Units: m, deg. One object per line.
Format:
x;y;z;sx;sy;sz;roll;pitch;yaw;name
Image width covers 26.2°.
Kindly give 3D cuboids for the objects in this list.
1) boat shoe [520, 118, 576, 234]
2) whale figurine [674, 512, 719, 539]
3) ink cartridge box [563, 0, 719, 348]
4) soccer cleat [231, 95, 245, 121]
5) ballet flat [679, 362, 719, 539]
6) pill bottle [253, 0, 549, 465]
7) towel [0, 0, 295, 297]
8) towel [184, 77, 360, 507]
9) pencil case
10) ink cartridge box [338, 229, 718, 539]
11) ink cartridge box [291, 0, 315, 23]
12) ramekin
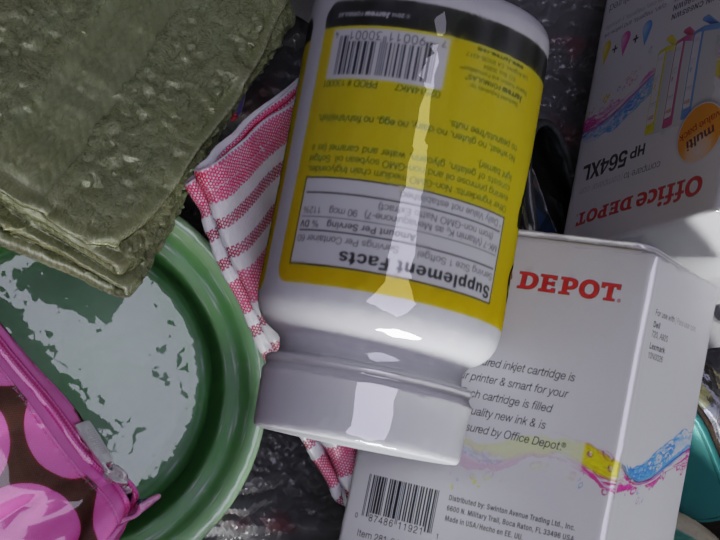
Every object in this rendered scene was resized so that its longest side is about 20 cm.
0.110;0.014;0.839;0.068;0.056;0.201;-22;91;-41;boat shoe
0.150;0.224;0.816;0.158;0.104;0.201;-13;109;22;whale figurine
0.199;-0.066;0.800;0.125;0.128;0.202;21;71;-24;ink cartridge box
-0.154;-0.112;0.801;0.198;0.068;0.074;-4;85;-14;soccer cleat
0.200;0.130;0.852;0.072;0.072;0.201;-26;115;-10;ballet flat
0.015;-0.020;0.699;0.113;0.114;0.202;12;83;-10;pill bottle
-0.129;-0.096;0.740;0.148;0.037;0.201;29;64;-5;towel
0.000;0.000;0.781;0.146;0.030;0.201;-43;120;-38;towel
-0.182;0.056;0.682;0.093;0.091;0.200;-36;97;26;pencil case
0.079;0.087;0.750;0.084;0.144;0.202;19;81;-53;ink cartridge box
0.034;-0.223;0.798;0.084;0.146;0.201;31;84;-7;ink cartridge box
-0.150;0.057;0.781;0.198;0.098;0.202;0;88;-10;ramekin
